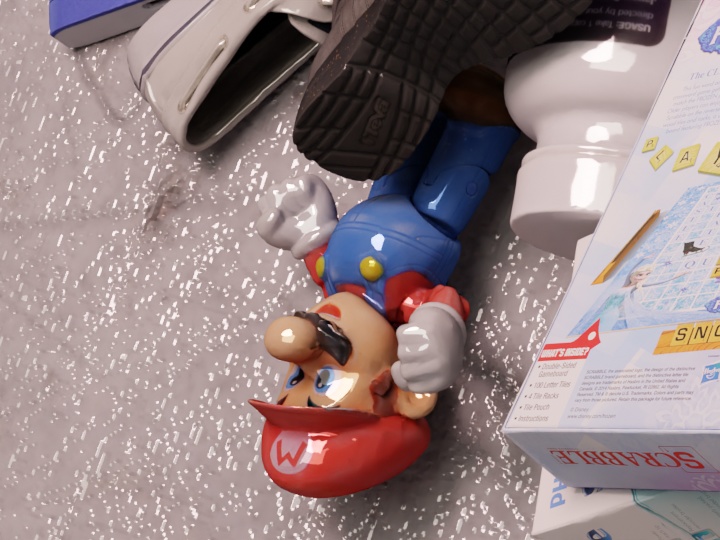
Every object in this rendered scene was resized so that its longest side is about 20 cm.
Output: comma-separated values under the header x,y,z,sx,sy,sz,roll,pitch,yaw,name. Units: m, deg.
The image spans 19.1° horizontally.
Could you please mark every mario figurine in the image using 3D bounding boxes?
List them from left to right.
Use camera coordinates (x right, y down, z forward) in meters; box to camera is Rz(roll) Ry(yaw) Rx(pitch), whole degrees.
x,y,z,sx,sy,sz,roll,pitch,yaw,name
0.000,0.000,0.923,0.106,0.123,0.200,19,73,-2,mario figurine

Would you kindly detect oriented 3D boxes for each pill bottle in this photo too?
x,y,z,sx,sy,sz,roll,pitch,yaw,name
0.121,-0.105,0.898,0.111,0.111,0.200,4,74,30,pill bottle

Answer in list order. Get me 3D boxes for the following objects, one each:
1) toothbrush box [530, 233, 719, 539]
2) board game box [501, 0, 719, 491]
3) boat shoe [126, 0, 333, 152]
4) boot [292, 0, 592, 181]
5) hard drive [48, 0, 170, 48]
x,y,z,sx,sy,sz,roll,pitch,yaw,name
0.169,0.031,0.764,0.200,0.085,0.146,-24,38,35,toothbrush box
0.162,-0.020,0.705,0.200,0.041,0.200,-4,52,52,board game box
-0.025,-0.134,1.016,0.200,0.072,0.066,-37,62,14,boat shoe
0.038,-0.139,0.888,0.200,0.070,0.132,-37,32,40,boot
-0.107,-0.227,1.121,0.132,0.025,0.200,-16,65,24,hard drive
